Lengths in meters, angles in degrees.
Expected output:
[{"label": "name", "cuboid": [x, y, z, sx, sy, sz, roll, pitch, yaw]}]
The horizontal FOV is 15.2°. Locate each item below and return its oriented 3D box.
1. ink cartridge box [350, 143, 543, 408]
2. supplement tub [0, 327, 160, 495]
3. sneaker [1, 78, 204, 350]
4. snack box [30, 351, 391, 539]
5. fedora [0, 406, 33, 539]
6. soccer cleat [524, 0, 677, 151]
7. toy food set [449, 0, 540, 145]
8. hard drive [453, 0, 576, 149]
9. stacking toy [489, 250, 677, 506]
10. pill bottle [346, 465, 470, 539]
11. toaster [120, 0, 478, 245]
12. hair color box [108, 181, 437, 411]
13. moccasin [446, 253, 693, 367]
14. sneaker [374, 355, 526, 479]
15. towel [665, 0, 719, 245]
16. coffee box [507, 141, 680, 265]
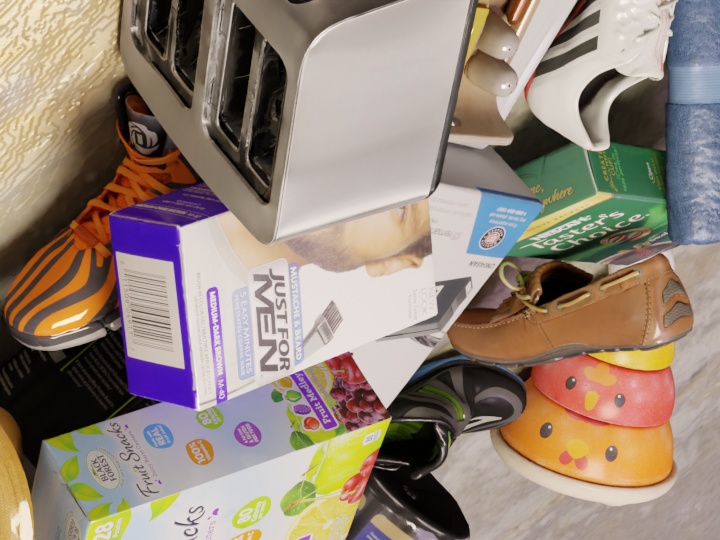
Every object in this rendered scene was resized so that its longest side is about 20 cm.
[{"label": "ink cartridge box", "cuboid": [0.000, 0.000, 1.730, 0.145, 0.084, 0.200, 8, 125, -52]}, {"label": "supplement tub", "cuboid": [-0.138, 0.070, 1.632, 0.200, 0.123, 0.123, -40, 149, 1]}, {"label": "sneaker", "cuboid": [-0.135, -0.047, 1.546, 0.200, 0.078, 0.112, -42, 147, -19]}, {"label": "snack box", "cuboid": [-0.096, 0.141, 1.576, 0.200, 0.068, 0.169, -17, 147, -27]}, {"label": "fedora", "cuboid": [-0.252, 0.127, 1.547, 0.082, 0.201, 0.201, -32, 156, -56]}, {"label": "soccer cleat", "cuboid": [0.174, -0.167, 1.706, 0.069, 0.085, 0.200, 0, 131, -48]}, {"label": "toy food set", "cuboid": [0.083, -0.165, 1.581, 0.143, 0.060, 0.200, -1, 122, -49]}, {"label": "hard drive", "cuboid": [0.044, -0.146, 1.637, 0.200, 0.027, 0.132, 9, 118, -52]}, {"label": "stacking toy", "cuboid": [0.186, 0.061, 2.009, 0.146, 0.146, 0.200, -6, 117, -43]}, {"label": "pill bottle", "cuboid": [-0.022, 0.229, 1.975, 0.200, 0.112, 0.112, -48, 148, 15]}, {"label": "toaster", "cuboid": [-0.035, -0.131, 1.437, 0.119, 0.181, 0.200, -19, 142, -27]}, {"label": "hair color box", "cuboid": [-0.046, -0.002, 1.542, 0.200, 0.065, 0.109, -22, 114, -44]}, {"label": "moccasin", "cuboid": [0.137, 0.023, 1.855, 0.074, 0.078, 0.201, -21, -173, -38]}, {"label": "sneaker", "cuboid": [0.044, 0.112, 1.924, 0.200, 0.083, 0.071, -6, 136, -44]}, {"label": "towel", "cuboid": [0.251, -0.117, 1.790, 0.112, 0.049, 0.200, -8, 102, -32]}, {"label": "coffee box", "cuboid": [0.169, -0.044, 1.850, 0.123, 0.044, 0.200, -23, 163, 36]}]
